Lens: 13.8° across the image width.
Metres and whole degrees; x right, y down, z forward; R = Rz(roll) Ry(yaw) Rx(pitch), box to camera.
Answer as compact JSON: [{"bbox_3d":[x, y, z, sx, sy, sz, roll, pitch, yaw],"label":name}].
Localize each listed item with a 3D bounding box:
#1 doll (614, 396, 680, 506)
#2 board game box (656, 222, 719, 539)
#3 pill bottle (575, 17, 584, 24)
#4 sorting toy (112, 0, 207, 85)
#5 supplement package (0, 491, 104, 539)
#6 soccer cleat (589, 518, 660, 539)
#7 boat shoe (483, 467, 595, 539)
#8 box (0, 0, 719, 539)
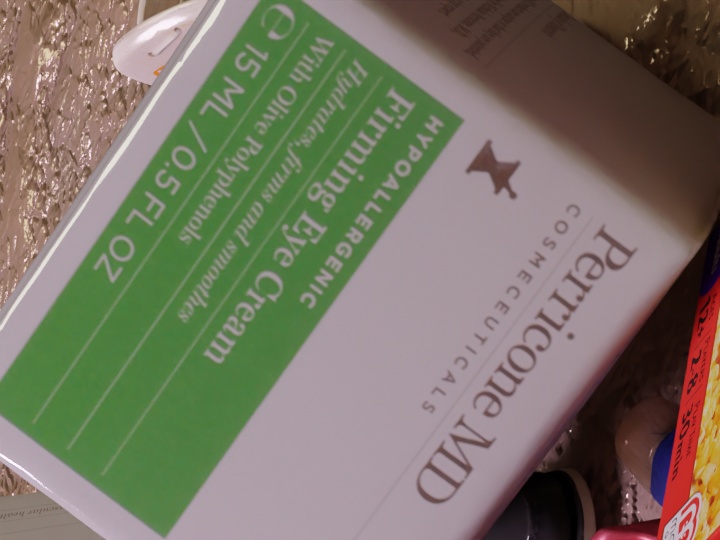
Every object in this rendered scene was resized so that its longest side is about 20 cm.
[{"bbox_3d":[0.164,0.073,0.896,0.136,0.048,0.200,-49,38,-2],"label":"doll"},{"bbox_3d":[0.153,-0.006,0.819,0.200,0.046,0.152,-56,14,46],"label":"board game box"},{"bbox_3d":[0.012,-0.013,1.164,0.114,0.114,0.200,29,108,61],"label":"pill bottle"},{"bbox_3d":[-0.001,-0.176,1.267,0.180,0.107,0.200,-28,42,39],"label":"sorting toy"},{"bbox_3d":[-0.105,0.191,1.244,0.200,0.117,0.117,-104,8,-57],"label":"supplement package"},{"bbox_3d":[0.132,0.149,0.926,0.068,0.073,0.200,-65,31,27],"label":"soccer cleat"},{"bbox_3d":[0.023,0.141,1.153,0.201,0.063,0.074,-49,38,43],"label":"boat shoe"},{"bbox_3d":[0.000,0.000,1.001,0.199,0.171,0.200,-54,-2,16],"label":"box"}]
